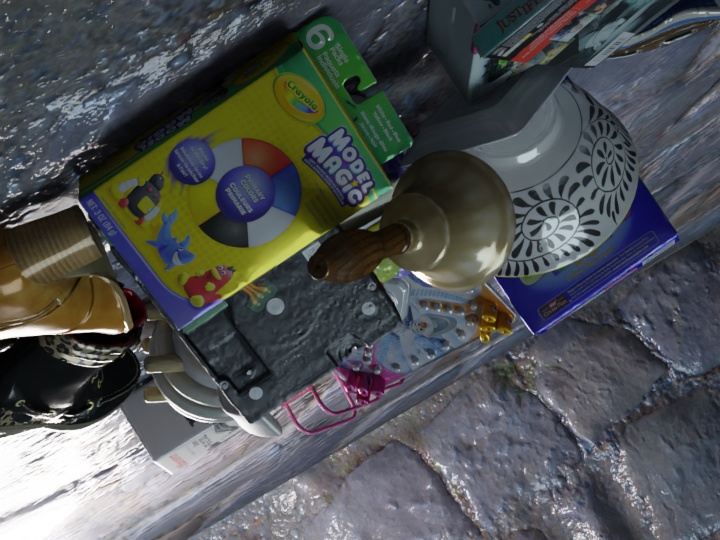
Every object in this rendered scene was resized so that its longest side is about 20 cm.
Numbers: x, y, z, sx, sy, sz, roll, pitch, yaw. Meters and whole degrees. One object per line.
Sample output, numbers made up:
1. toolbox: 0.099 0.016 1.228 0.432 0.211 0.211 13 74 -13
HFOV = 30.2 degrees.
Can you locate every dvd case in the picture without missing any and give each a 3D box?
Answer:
1. dvd case: 0.174 -0.191 0.913 0.146 0.022 0.199 -38 165 29

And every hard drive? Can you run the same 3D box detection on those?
1. hard drive: -0.078 -0.004 0.941 0.139 0.201 0.038 -34 -154 5

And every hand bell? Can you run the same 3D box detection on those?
1. hand bell: 0.019 -0.020 0.903 0.104 0.105 0.199 -39 170 30

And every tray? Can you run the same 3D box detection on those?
1. tray: 0.109 -0.143 1.052 0.107 0.022 0.200 -12 -156 34

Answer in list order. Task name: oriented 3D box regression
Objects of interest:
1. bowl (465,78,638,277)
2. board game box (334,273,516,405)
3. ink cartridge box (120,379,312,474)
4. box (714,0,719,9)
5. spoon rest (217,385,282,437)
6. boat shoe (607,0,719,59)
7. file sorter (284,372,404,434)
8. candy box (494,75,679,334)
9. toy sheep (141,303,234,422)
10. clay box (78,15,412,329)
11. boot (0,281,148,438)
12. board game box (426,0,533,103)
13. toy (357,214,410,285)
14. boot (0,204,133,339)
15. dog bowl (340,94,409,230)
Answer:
1. bowl: 0.134 -0.105 1.145 0.200 0.201 0.094 -31 144 -3
2. board game box: 0.013 0.032 1.272 0.199 0.200 0.026 -29 -148 30
3. ink cartridge box: -0.160 0.141 1.518 0.199 0.085 0.145 -31 167 -7
4. box: 0.389 -0.267 1.030 0.199 0.200 0.171 -24 166 -26
5. spoon rest: -0.083 0.053 1.155 0.060 0.201 0.100 -15 134 28
6. boat shoe: 0.276 -0.239 1.188 0.198 0.073 0.072 -18 169 -18
7. file sorter: -0.003 0.094 1.632 0.200 0.126 0.139 -40 165 31
8. candy box: 0.184 -0.066 1.294 0.168 0.201 0.077 -34 171 9
9. toy sheep: -0.137 0.079 1.244 0.137 0.139 0.200 -28 169 -17
10. clay box: -0.070 -0.065 0.869 0.199 0.115 0.048 -33 -154 5
11. boot: -0.228 0.070 1.115 0.150 0.074 0.199 -39 160 31
12. board game box: 0.147 -0.216 0.948 0.199 0.065 0.148 -32 169 -6
13. toy: 0.000 0.000 1.083 0.199 0.047 0.115 -26 168 -25
14. boot: -0.240 0.022 0.925 0.143 0.071 0.201 -25 164 -7
15. dog bowl: -0.055 -0.048 1.059 0.199 0.079 0.200 -31 168 -8
